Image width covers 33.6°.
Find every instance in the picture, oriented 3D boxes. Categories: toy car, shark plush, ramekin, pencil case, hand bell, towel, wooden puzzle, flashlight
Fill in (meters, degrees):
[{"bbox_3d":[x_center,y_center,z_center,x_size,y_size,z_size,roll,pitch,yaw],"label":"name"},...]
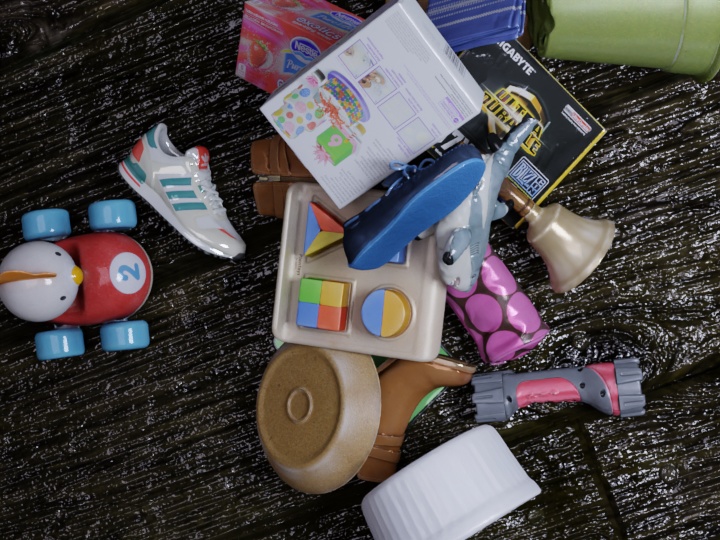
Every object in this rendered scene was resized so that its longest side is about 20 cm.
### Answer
[{"bbox_3d":[-0.358,0.011,1.433,0.174,0.200,0.188,-7,88,10],"label":"toy car"},{"bbox_3d":[0.132,-0.079,1.308,0.083,0.091,0.203,23,87,-31],"label":"shark plush"},{"bbox_3d":[0.096,0.260,1.350,0.199,0.200,0.099,-32,76,8],"label":"ramekin"},{"bbox_3d":[0.131,0.019,1.401,0.093,0.091,0.201,-37,85,5],"label":"pencil case"},{"bbox_3d":[0.183,-0.077,1.351,0.199,0.104,0.104,39,96,-13],"label":"hand bell"},{"bbox_3d":[0.136,-0.336,1.314,0.144,0.024,0.203,-5,68,46],"label":"towel"},{"bbox_3d":[0.000,0.000,1.356,0.197,0.046,0.189,7,91,12],"label":"wooden puzzle"},{"bbox_3d":[0.230,0.146,1.390,0.197,0.068,0.069,-8,90,9],"label":"flashlight"}]

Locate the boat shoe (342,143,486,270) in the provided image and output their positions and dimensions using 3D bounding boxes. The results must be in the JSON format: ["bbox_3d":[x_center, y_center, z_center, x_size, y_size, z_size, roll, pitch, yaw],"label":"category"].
[{"bbox_3d":[0.044,-0.079,1.266,0.199,0.084,0.069,-36,60,27],"label":"boat shoe"}]

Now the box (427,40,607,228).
[{"bbox_3d":[0.160,-0.170,1.367,0.199,0.049,0.160,39,102,-24],"label":"box"}]

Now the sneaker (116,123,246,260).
[{"bbox_3d":[-0.206,-0.100,1.472,0.199,0.070,0.094,41,102,11],"label":"sneaker"}]

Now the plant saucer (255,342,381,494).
[{"bbox_3d":[-0.062,0.160,1.409,0.198,0.035,0.204,-11,74,39],"label":"plant saucer"}]

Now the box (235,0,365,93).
[{"bbox_3d":[-0.038,-0.245,1.392,0.199,0.102,0.096,31,127,26],"label":"box"}]

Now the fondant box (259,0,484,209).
[{"bbox_3d":[0.013,-0.181,1.279,0.199,0.058,0.145,-33,107,24],"label":"fondant box"}]

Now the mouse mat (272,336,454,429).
[{"bbox_3d":[0.006,0.104,1.462,0.161,0.008,0.200,-44,83,7],"label":"mouse mat"}]

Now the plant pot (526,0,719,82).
[{"bbox_3d":[0.284,-0.301,1.305,0.187,0.200,0.204,-5,88,-2],"label":"plant pot"}]

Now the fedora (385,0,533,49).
[{"bbox_3d":[0.126,-0.310,1.412,0.197,0.082,0.204,-1,85,7],"label":"fedora"}]

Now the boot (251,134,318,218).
[{"bbox_3d":[-0.055,-0.073,1.439,0.153,0.077,0.203,-5,99,18],"label":"boot"}]

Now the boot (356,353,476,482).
[{"bbox_3d":[0.039,0.173,1.407,0.197,0.077,0.158,0,83,16],"label":"boot"}]
